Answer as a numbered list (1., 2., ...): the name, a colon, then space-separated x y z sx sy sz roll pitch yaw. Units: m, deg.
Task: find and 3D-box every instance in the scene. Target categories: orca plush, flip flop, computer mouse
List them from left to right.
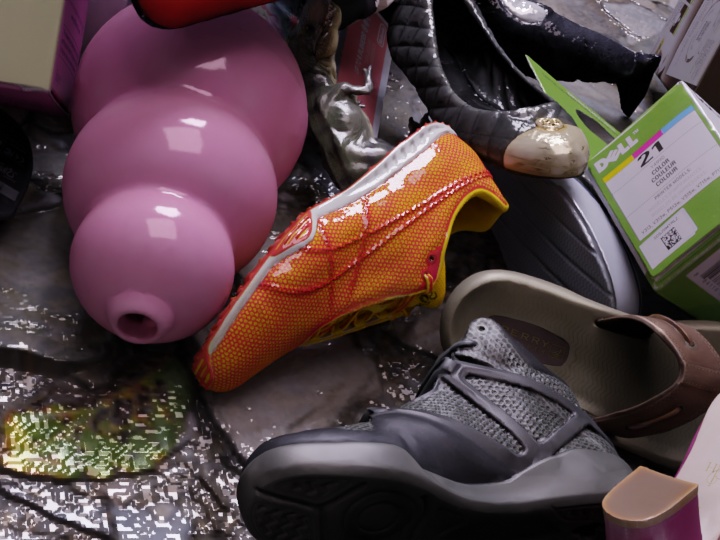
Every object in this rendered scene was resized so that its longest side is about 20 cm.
1. computer mouse: -0.214 -0.012 0.747 0.059 0.034 0.200 34 43 -12
2. orca plush: 0.092 -0.140 1.019 0.199 0.071 0.105 24 -7 -11
3. flip flop: 0.137 0.050 0.771 0.199 0.081 0.058 19 -3 2

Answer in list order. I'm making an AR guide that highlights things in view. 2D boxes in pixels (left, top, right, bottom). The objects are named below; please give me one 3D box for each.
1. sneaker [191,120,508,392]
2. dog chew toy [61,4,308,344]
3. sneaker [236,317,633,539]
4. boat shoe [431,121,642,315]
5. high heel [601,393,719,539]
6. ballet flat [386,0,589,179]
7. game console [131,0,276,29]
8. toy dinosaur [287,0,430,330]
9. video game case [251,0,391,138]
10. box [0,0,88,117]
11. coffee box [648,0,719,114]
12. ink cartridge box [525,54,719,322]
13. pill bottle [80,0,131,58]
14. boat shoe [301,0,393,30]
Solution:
1. sneaker: 0.000 0.000 0.766 0.200 0.073 0.077 -39 84 -26
2. dog chew toy: -0.094 -0.047 0.771 0.124 0.125 0.201 14 48 -7
3. sneaker: 0.027 0.080 0.707 0.199 0.076 0.114 1 41 -27
4. boat shoe: 0.110 -0.037 0.880 0.062 0.072 0.200 -2 43 -31
5. high heel: 0.183 0.114 0.711 0.067 0.096 0.200 13 30 42
6. ballet flat: 0.066 -0.110 0.863 0.066 0.057 0.200 -4 35 -27
7. game console: -0.076 -0.230 0.773 0.172 0.201 0.119 -21 10 -25
8. toy dinosaur: 0.014 -0.058 0.864 0.088 0.047 0.201 -3 66 -36
9. video game case: -0.051 -0.174 0.922 0.200 0.017 0.143 46 31 -26
10. box: -0.221 -0.194 0.773 0.175 0.201 0.097 9 -2 -5
11. coffee box: 0.257 -0.126 0.976 0.113 0.080 0.200 27 16 -3
12. ink cartridge box: 0.192 -0.054 0.881 0.148 0.076 0.200 30 28 -41
13. pill bottle: -0.221 -0.190 0.879 0.199 0.114 0.114 17 39 -4
14. boat shoe: -0.001 -0.228 0.952 0.093 0.074 0.200 58 27 -22
